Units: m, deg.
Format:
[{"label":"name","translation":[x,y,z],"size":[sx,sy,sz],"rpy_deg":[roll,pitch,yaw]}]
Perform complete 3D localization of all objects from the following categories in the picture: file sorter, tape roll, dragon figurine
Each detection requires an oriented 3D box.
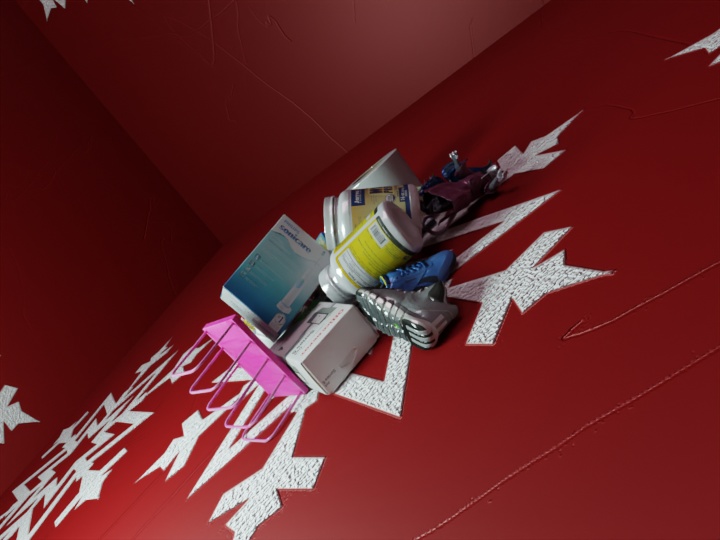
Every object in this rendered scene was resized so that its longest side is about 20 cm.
[{"label":"file sorter","translation":[-0.225,0.205,1.037],"size":[0.138,0.201,0.126],"rpy_deg":[-18,29,50]},{"label":"tape roll","translation":[0.059,-0.206,1.507],"size":[0.201,0.140,0.203],"rpy_deg":[-38,11,8]},{"label":"dragon figurine","translation":[0.223,-0.218,1.281],"size":[0.200,0.100,0.059],"rpy_deg":[-43,18,-10]}]

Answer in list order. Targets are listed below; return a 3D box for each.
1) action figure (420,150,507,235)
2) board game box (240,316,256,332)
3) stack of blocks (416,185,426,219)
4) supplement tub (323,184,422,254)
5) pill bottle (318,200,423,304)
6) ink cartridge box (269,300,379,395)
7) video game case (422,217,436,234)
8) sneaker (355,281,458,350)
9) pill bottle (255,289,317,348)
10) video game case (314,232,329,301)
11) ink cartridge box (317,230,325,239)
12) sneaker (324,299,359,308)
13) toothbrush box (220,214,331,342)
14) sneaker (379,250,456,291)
[{"label":"action figure","translation":[0.230,-0.163,1.194],"size":[0.197,0.151,0.134],"rpy_deg":[-27,47,-19]},{"label":"board game box","translation":[-0.236,0.076,1.471],"size":[0.201,0.061,0.201],"rpy_deg":[-50,-10,-25]},{"label":"stack of blocks","translation":[0.085,-0.109,1.320],"size":[0.200,0.059,0.115],"rpy_deg":[-44,17,-10]},{"label":"supplement tub","translation":[0.027,-0.099,1.178],"size":[0.194,0.148,0.145],"rpy_deg":[-5,22,3]},{"label":"pill bottle","translation":[0.015,-0.026,1.072],"size":[0.199,0.112,0.113],"rpy_deg":[-42,15,23]},{"label":"ink cartridge box","translation":[-0.075,0.139,1.066],"size":[0.146,0.084,0.199],"rpy_deg":[-47,18,-20]},{"label":"video game case","translation":[0.097,-0.087,1.373],"size":[0.142,0.019,0.200],"rpy_deg":[-41,16,-2]},{"label":"sneaker","translation":[0.085,0.054,0.937],"size":[0.115,0.076,0.198],"rpy_deg":[-37,36,-22]},{"label":"pill bottle","translation":[-0.169,0.088,1.243],"size":[0.114,0.112,0.205],"rpy_deg":[-1,68,64]},{"label":"video game case","translation":[-0.116,0.033,1.318],"size":[0.201,0.018,0.144],"rpy_deg":[-52,47,22]},{"label":"ink cartridge box","translation":[-0.047,-0.075,1.422],"size":[0.137,0.076,0.201],"rpy_deg":[-48,-10,-21]},{"label":"sneaker","translation":[-0.027,0.047,1.210],"size":[0.198,0.075,0.081],"rpy_deg":[-31,18,30]},{"label":"toothbrush box","translation":[-0.164,0.015,1.138],"size":[0.202,0.145,0.085],"rpy_deg":[-54,5,-24]},{"label":"sneaker","translation":[0.089,0.019,1.024],"size":[0.199,0.079,0.066],"rpy_deg":[-41,15,-7]}]
